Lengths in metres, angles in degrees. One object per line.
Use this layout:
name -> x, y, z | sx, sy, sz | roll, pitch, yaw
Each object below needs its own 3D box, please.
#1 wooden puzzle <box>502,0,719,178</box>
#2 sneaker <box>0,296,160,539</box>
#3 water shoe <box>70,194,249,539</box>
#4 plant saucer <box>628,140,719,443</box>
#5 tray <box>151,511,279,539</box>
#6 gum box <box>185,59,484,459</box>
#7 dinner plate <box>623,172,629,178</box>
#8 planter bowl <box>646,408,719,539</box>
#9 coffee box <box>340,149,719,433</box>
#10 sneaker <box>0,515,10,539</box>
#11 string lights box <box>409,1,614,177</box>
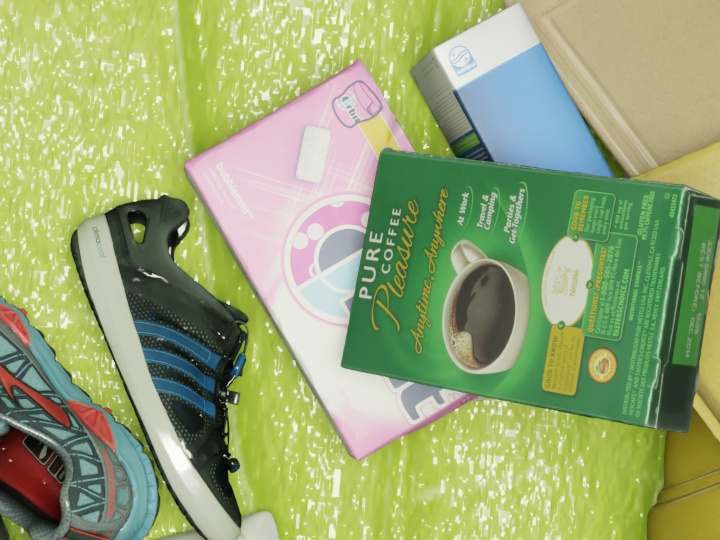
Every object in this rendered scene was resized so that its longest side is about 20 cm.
wooden puzzle -> 0.202, -0.123, 1.423 | 0.185, 0.037, 0.200 | -33, 85, -18
sneaker -> -0.198, 0.076, 1.350 | 0.200, 0.095, 0.079 | 37, 109, 20
water shoe -> -0.093, 0.052, 1.386 | 0.079, 0.072, 0.201 | -23, 82, -6
plant saucer -> 0.234, 0.013, 1.306 | 0.199, 0.049, 0.200 | -23, 52, -14
tray -> -0.084, 0.222, 1.357 | 0.107, 0.022, 0.201 | -15, 53, 3
gum box -> 0.000, 0.000, 1.400 | 0.113, 0.066, 0.200 | -30, 91, -4
dinner plate -> 0.251, -0.041, 1.452 | 0.199, 0.024, 0.201 | 0, 89, -5
planter bowl -> 0.230, 0.088, 1.361 | 0.200, 0.200, 0.084 | -21, 84, -5
coffee box -> 0.085, 0.008, 1.283 | 0.199, 0.044, 0.124 | 7, 87, 40
sneaker -> -0.210, 0.205, 1.377 | 0.073, 0.082, 0.201 | -21, 91, -7
string lights box -> 0.104, -0.042, 1.400 | 0.059, 0.103, 0.201 | -29, 91, -6
